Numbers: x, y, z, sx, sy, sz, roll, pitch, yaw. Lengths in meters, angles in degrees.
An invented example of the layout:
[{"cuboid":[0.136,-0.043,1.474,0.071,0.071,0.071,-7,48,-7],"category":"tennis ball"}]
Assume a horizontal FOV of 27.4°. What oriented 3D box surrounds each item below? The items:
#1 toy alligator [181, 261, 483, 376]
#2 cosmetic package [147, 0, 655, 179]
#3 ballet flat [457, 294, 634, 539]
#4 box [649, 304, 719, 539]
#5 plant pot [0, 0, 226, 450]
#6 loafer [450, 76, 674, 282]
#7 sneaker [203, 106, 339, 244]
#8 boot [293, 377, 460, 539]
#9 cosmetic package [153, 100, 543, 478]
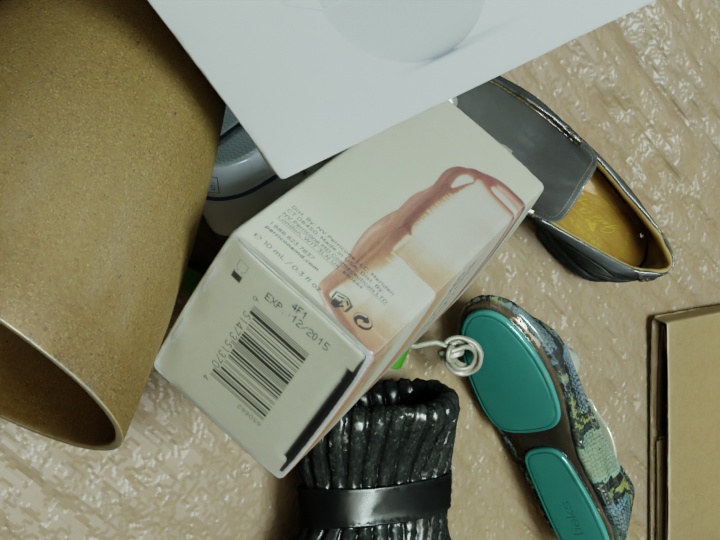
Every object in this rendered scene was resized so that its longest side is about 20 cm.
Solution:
[{"cuboid":[-0.009,0.036,0.821,0.198,0.054,0.060,18,109,-21],"category":"toy alligator"},{"cuboid":[-0.003,-0.181,0.623,0.198,0.124,0.200,-23,132,16],"category":"cosmetic package"},{"cuboid":[0.120,0.088,0.925,0.074,0.074,0.202,-33,115,-21],"category":"ballet flat"},{"cuboid":[0.285,0.099,1.037,0.198,0.021,0.166,-9,102,-28],"category":"box"},{"cuboid":[-0.143,-0.050,0.689,0.186,0.185,0.201,41,66,-28],"category":"plant pot"},{"cuboid":[0.115,-0.059,0.884,0.199,0.072,0.073,34,82,-29],"category":"loafer"},{"cuboid":[-0.017,-0.087,0.816,0.199,0.073,0.071,-35,142,-24],"category":"sneaker"},{"cuboid":[-0.029,0.155,0.830,0.210,0.079,0.160,-18,114,-37],"category":"boot"},{"cuboid":[0.000,0.000,0.736,0.087,0.104,0.200,40,39,6],"category":"cosmetic package"}]
